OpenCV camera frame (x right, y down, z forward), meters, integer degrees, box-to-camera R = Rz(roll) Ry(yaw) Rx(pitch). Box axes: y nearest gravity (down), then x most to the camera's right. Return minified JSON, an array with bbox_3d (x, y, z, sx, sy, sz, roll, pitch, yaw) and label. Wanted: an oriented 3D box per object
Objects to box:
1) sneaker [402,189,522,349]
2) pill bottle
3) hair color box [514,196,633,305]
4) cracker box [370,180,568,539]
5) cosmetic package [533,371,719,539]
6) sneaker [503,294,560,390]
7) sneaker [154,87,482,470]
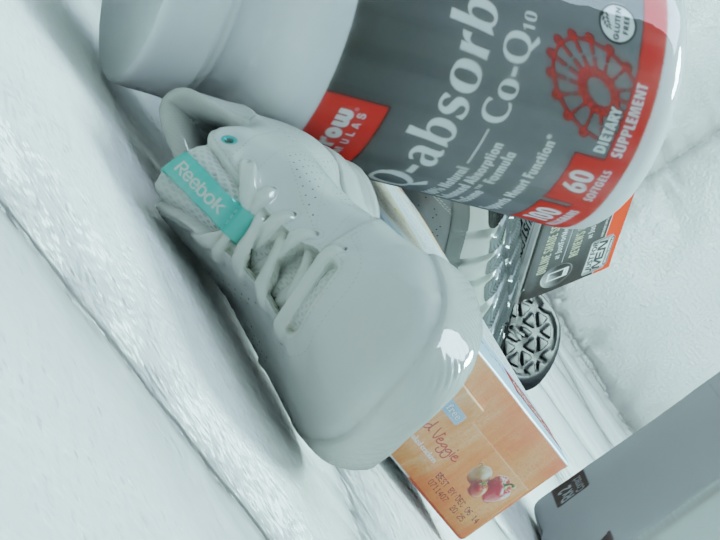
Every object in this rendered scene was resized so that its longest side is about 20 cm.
[{"bbox_3d":[0.015,-0.015,1.281,0.075,0.115,0.200,-66,164,-46],"label":"sneaker"},{"bbox_3d":[0.011,-0.091,1.012,0.200,0.116,0.116,13,23,-21],"label":"pill bottle"},{"bbox_3d":[0.058,-0.093,1.355,0.200,0.061,0.102,57,-26,27],"label":"hair color box"},{"bbox_3d":[0.000,0.000,1.103,0.134,0.058,0.200,51,5,-35],"label":"cracker box"},{"bbox_3d":[0.216,0.176,1.420,0.200,0.165,0.165,55,4,-9],"label":"cosmetic package"},{"bbox_3d":[0.023,-0.002,1.444,0.200,0.072,0.083,51,-27,-20],"label":"sneaker"},{"bbox_3d":[-0.027,-0.005,0.885,0.088,0.075,0.200,39,6,-27],"label":"sneaker"}]
